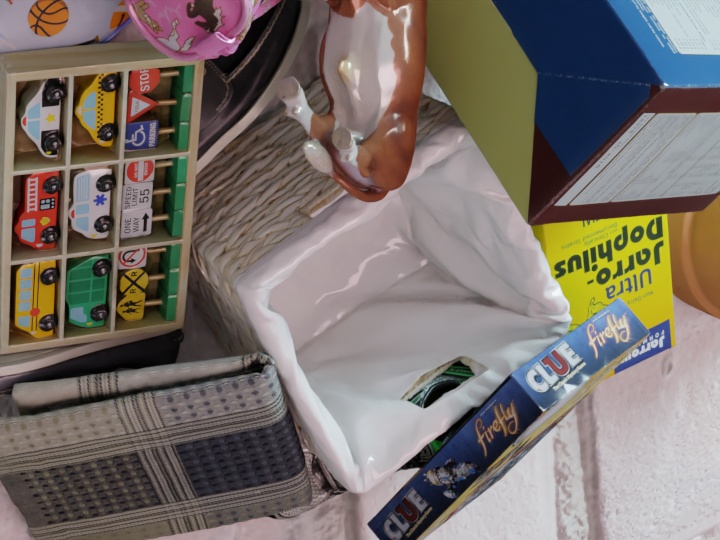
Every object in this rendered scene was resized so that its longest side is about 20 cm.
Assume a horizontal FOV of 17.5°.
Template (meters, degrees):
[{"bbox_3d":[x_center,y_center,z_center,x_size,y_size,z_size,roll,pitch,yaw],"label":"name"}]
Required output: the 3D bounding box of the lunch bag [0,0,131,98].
[{"bbox_3d":[-0.211,-0.208,1.372,0.160,0.076,0.200,-41,129,-7],"label":"lunch bag"}]

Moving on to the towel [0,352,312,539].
[{"bbox_3d":[-0.139,0.120,1.523,0.199,0.035,0.193,-11,148,2],"label":"towel"}]

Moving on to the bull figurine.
[{"bbox_3d":[0.002,-0.144,1.407,0.121,0.065,0.201,8,79,-63],"label":"bull figurine"}]

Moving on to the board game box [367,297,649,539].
[{"bbox_3d":[0.100,0.110,1.605,0.135,0.035,0.200,-31,166,-45],"label":"board game box"}]

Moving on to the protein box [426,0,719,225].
[{"bbox_3d":[0.157,-0.151,1.489,0.199,0.199,0.135,-5,147,-49],"label":"protein box"}]

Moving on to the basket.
[{"bbox_3d":[0.000,0.000,1.555,0.198,0.161,0.201,-37,127,-14],"label":"basket"}]

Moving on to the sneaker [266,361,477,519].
[{"bbox_3d":[0.009,0.114,1.665,0.200,0.085,0.078,-33,127,-15],"label":"sneaker"}]

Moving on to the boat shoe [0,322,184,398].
[{"bbox_3d":[-0.203,0.066,1.508,0.199,0.073,0.063,-13,118,-31],"label":"boat shoe"}]

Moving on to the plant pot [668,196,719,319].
[{"bbox_3d":[0.339,-0.037,1.777,0.199,0.140,0.201,-15,119,-28],"label":"plant pot"}]

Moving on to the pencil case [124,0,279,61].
[{"bbox_3d":[-0.072,-0.192,1.401,0.200,0.086,0.083,-50,161,-59],"label":"pencil case"}]

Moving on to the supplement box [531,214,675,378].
[{"bbox_3d":[0.147,-0.030,1.672,0.108,0.109,0.201,-23,123,-23],"label":"supplement box"}]

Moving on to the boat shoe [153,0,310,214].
[{"bbox_3d":[-0.110,-0.114,1.485,0.200,0.072,0.068,-48,130,-2],"label":"boat shoe"}]

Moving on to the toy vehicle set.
[{"bbox_3d":[-0.164,-0.045,1.438,0.124,0.027,0.201,-9,126,-23],"label":"toy vehicle set"}]
